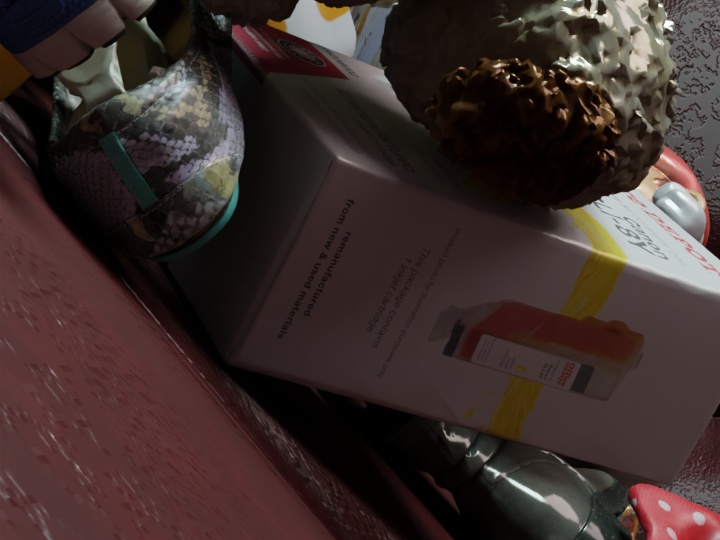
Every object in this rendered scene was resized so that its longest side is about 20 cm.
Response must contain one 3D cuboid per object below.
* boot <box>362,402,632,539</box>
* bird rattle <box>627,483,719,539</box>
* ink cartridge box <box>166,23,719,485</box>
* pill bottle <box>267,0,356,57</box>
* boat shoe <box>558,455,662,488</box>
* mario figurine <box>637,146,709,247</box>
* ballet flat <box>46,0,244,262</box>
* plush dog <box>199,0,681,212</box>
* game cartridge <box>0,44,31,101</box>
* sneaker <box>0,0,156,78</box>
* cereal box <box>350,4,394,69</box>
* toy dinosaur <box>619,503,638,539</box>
[{"bbox_3d":[0.061,0.088,0.958,0.131,0.068,0.200,43,1,2],"label":"boot"},{"bbox_3d":[0.179,0.184,0.867,0.200,0.112,0.164,66,21,-53],"label":"bird rattle"},{"bbox_3d":[0.029,-0.010,0.754,0.199,0.084,0.145,18,18,-32],"label":"ink cartridge box"},{"bbox_3d":[-0.067,-0.124,0.873,0.111,0.110,0.201,-118,-172,-79],"label":"pill bottle"},{"bbox_3d":[0.071,0.066,1.066,0.199,0.074,0.067,26,-31,28],"label":"boat shoe"},{"bbox_3d":[0.112,-0.012,1.013,0.200,0.123,0.107,-67,156,-54],"label":"mario figurine"},{"bbox_3d":[-0.078,-0.081,0.681,0.072,0.072,0.201,47,14,-30],"label":"ballet flat"},{"bbox_3d":[0.049,-0.102,0.686,0.172,0.160,0.200,61,20,-1],"label":"plush dog"},{"bbox_3d":[-0.189,-0.154,0.612,0.200,0.032,0.176,50,1,-45],"label":"game cartridge"},{"bbox_3d":[-0.103,-0.154,0.597,0.089,0.078,0.201,41,27,-43],"label":"sneaker"},{"bbox_3d":[0.004,-0.094,1.130,0.039,0.144,0.200,22,27,-11],"label":"cereal box"},{"bbox_3d":[0.098,0.098,1.201,0.200,0.104,0.182,112,-42,-79],"label":"toy dinosaur"}]
